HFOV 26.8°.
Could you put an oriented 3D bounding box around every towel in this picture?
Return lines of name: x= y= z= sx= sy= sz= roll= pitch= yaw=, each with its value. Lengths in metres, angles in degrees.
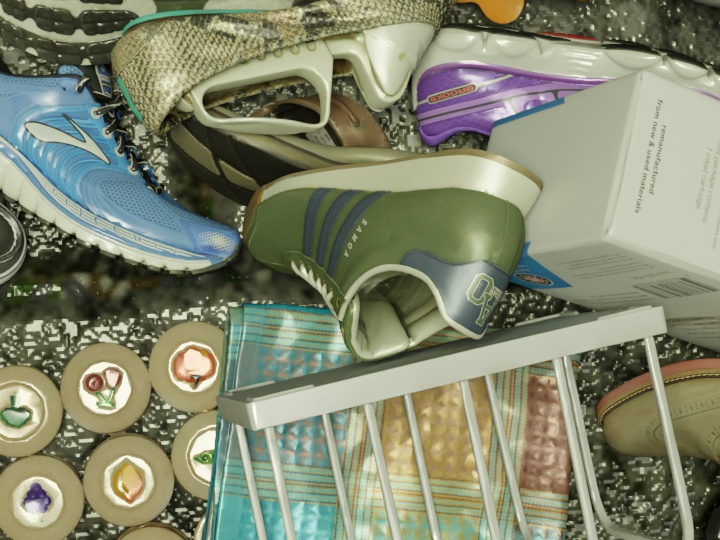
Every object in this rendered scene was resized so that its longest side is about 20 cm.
towel: x=0.019 y=0.097 z=0.819 sx=0.199 sy=0.022 sz=0.147 roll=6 pitch=85 yaw=-8

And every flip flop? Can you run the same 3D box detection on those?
flip flop: x=-0.007 y=-0.064 z=0.813 sx=0.199 sy=0.081 sz=0.058 roll=9 pitch=68 yaw=-4

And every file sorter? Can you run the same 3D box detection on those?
file sorter: x=0.045 y=0.099 z=0.746 sx=0.200 sy=0.139 sz=0.125 roll=-13 pitch=90 yaw=-12

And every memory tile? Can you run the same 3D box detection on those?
memory tile: x=-0.150 y=0.119 z=0.818 sx=0.199 sy=0.017 sz=0.154 roll=-13 pitch=88 yaw=-5

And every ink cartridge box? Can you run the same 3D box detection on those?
ink cartridge box: x=0.174 y=-0.017 z=0.750 sx=0.200 sy=0.145 sz=0.084 roll=18 pitch=79 yaw=-21

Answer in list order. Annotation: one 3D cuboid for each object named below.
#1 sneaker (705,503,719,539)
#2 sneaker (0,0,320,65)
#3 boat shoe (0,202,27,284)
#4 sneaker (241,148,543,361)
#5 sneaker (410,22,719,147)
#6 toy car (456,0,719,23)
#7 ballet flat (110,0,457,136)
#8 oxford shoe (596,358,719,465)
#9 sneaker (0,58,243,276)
sneaker: x=0.255 y=0.098 z=0.831 sx=0.079 sy=0.075 sz=0.200 roll=26 pitch=85 yaw=-24
sneaker: x=-0.120 y=-0.160 z=0.798 sx=0.200 sy=0.089 sz=0.077 roll=3 pitch=131 yaw=-22
boat shoe: x=-0.252 y=-0.046 z=0.756 sx=0.200 sy=0.066 sz=0.070 roll=28 pitch=61 yaw=-28
sneaker: x=0.000 y=0.000 z=0.746 sx=0.067 sy=0.200 sz=0.090 roll=28 pitch=67 yaw=-36
sneaker: x=0.127 y=-0.086 z=0.831 sx=0.199 sy=0.081 sz=0.084 roll=7 pitch=103 yaw=3
toy car: x=0.127 y=-0.191 z=0.803 sx=0.200 sy=0.184 sz=0.177 roll=-31 pitch=90 yaw=24
ballet flat: x=-0.024 y=-0.107 z=0.767 sx=0.200 sy=0.068 sz=0.075 roll=-16 pitch=73 yaw=-18
oxford shoe: x=0.204 y=0.088 z=0.766 sx=0.070 sy=0.200 sz=0.075 roll=27 pitch=64 yaw=-40
sneaker: x=-0.146 y=-0.064 z=0.798 sx=0.200 sy=0.079 sz=0.089 roll=31 pitch=88 yaw=-2
